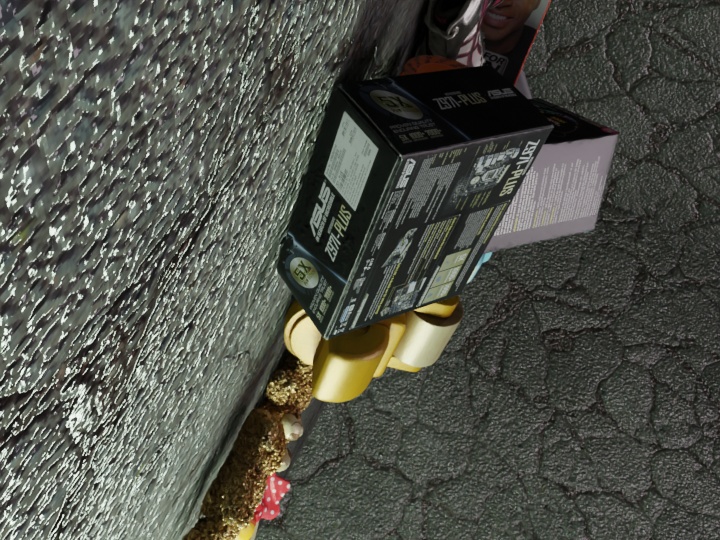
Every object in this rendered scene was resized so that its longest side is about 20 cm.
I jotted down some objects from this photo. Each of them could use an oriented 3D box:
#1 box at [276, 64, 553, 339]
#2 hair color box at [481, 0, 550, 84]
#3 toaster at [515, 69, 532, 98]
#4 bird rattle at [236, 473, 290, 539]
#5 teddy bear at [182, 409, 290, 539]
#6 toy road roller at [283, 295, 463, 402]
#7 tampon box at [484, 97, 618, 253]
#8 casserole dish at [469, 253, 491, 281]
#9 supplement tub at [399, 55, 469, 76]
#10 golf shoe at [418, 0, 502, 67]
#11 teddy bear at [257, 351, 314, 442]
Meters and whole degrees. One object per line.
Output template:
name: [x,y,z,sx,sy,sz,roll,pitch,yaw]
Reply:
box: [0.039,-0.056,0.676,0.163,0.086,0.200,-16,145,-34]
hair color box: [0.147,-0.282,0.890,0.061,0.101,0.200,-66,176,-51]
toaster: [0.186,-0.231,1.182,0.113,0.130,0.200,-24,169,27]
bird rattle: [-0.169,0.370,1.192,0.163,0.112,0.200,78,33,-57]
teddy bear: [-0.139,0.259,0.931,0.200,0.067,0.145,-61,178,-28]
toy road roller: [0.013,0.077,0.920,0.146,0.199,0.123,-90,-163,-45]
tampon box: [0.166,-0.116,0.954,0.199,0.150,0.127,-11,122,-30]
casserole dish: [0.080,-0.018,1.105,0.121,0.199,0.039,106,-12,-63]
supplement tub: [0.056,-0.105,0.824,0.123,0.122,0.200,-58,174,-48]
golf shoe: [0.089,-0.246,0.833,0.088,0.077,0.200,-31,150,-44]
teddy bear: [-0.079,0.147,1.083,0.200,0.067,0.145,-61,173,-29]
